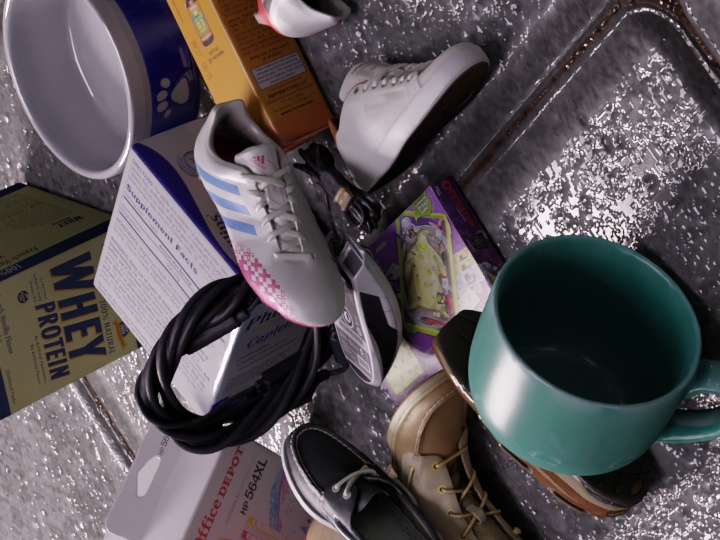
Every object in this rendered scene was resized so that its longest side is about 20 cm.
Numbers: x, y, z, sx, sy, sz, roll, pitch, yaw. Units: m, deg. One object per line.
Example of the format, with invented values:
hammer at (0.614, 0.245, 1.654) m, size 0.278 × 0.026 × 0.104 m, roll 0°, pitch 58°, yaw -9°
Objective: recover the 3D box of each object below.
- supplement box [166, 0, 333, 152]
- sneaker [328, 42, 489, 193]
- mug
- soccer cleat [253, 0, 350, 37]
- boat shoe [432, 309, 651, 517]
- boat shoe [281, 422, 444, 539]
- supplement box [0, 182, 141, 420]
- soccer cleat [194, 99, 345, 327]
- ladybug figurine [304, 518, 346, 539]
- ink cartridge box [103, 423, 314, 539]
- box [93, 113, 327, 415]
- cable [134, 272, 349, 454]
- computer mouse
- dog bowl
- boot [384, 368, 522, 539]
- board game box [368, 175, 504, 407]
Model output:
supplement box at (-0.100, -0.192, 1.714) m, size 0.066 × 0.069 × 0.201 m, roll -26°, pitch 92°, yaw 54°
sneaker at (0.025, -0.133, 1.580) m, size 0.085 × 0.073 × 0.200 m, roll 56°, pitch 146°, yaw 6°
mug at (0.163, 0.079, 1.467) m, size 0.185 × 0.152 × 0.115 m, roll 47°, pitch 145°, yaw 22°
soccer cleat at (-0.063, -0.278, 1.616) m, size 0.085 × 0.069 × 0.201 m, roll 3°, pitch 117°, yaw 42°
boat shoe at (0.131, 0.119, 1.590) m, size 0.200 × 0.076 × 0.074 m, roll 45°, pitch 151°, yaw 12°
boat shoe at (0.010, 0.194, 1.690) m, size 0.200 × 0.075 × 0.060 m, roll 45°, pitch 154°, yaw 17°
supplement box at (-0.349, 0.026, 2.056) m, size 0.199 × 0.199 × 0.135 m, roll 18°, pitch 126°, yaw 45°
soccer cleat at (-0.073, -0.047, 1.638) m, size 0.201 × 0.070 × 0.087 m, roll 56°, pitch 152°, yaw 23°
ladybug figurine at (-0.006, 0.275, 1.791) m, size 0.136 × 0.071 × 0.201 m, roll -122°, pitch 21°, yaw -48°
ink cartridge box at (-0.121, 0.225, 1.865) m, size 0.200 × 0.129 × 0.125 m, roll 34°, pitch 160°, yaw -33°
box at (-0.132, -0.002, 1.839) m, size 0.184 × 0.105 × 0.201 m, roll 49°, pitch 143°, yaw 21°
cable at (-0.094, 0.069, 1.706) m, size 0.051 × 0.199 × 0.164 m, roll 48°, pitch 150°, yaw 40°
computer mouse at (0.000, 0.000, 1.667) m, size 0.110 × 0.044 × 0.201 m, roll 40°, pitch 148°, yaw 52°
dog bowl at (-0.237, -0.189, 1.881) m, size 0.200 × 0.079 × 0.201 m, roll 30°, pitch 132°, yaw 39°
boot at (0.087, 0.187, 1.696) m, size 0.156 × 0.072 × 0.201 m, roll 47°, pitch 146°, yaw 29°
board game box at (0.050, 0.021, 1.685) m, size 0.120 × 0.032 × 0.200 m, roll 56°, pitch 144°, yaw 7°
